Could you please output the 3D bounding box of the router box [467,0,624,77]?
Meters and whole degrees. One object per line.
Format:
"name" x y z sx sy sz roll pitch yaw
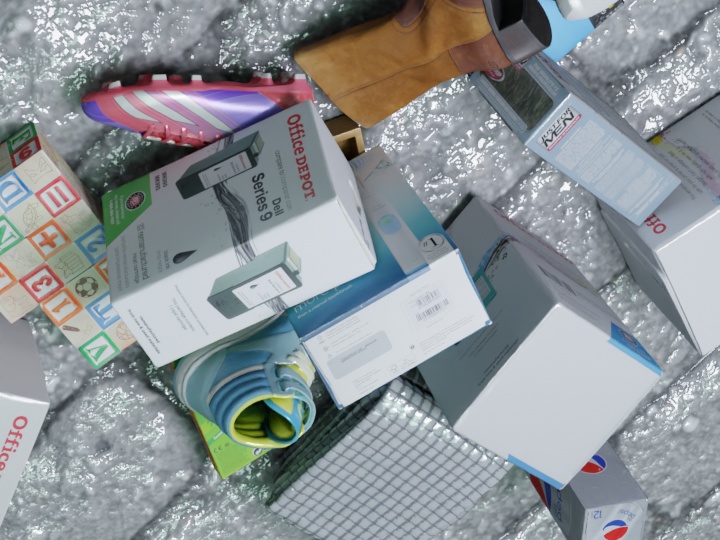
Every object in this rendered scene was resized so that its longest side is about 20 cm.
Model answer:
"router box" 0.115 -0.257 1.311 0.149 0.051 0.200 -41 125 6

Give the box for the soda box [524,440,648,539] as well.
"soda box" 0.208 0.193 1.510 0.067 0.200 0.064 -7 122 -16

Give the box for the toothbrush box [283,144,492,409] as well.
"toothbrush box" 0.000 0.000 1.282 0.145 0.200 0.086 -29 124 -2

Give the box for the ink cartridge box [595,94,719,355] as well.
"ink cartridge box" 0.350 -0.055 1.456 0.199 0.147 0.147 -33 125 0

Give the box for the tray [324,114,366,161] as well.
"tray" -0.087 -0.059 1.358 0.198 0.037 0.100 -19 123 -8

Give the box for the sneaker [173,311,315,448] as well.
"sneaker" -0.054 0.091 1.360 0.199 0.130 0.080 -30 129 -19

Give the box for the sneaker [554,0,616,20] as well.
"sneaker" 0.234 -0.274 1.284 0.200 0.080 0.071 -41 121 -30

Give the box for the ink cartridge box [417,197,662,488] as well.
"ink cartridge box" 0.144 0.063 1.404 0.146 0.200 0.146 31 106 -31

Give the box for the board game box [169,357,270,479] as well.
"board game box" -0.121 0.096 1.420 0.095 0.030 0.201 -30 132 -16

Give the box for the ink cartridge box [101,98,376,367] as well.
"ink cartridge box" -0.101 -0.033 1.237 0.198 0.147 0.084 -25 131 7

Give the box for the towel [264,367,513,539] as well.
"towel" 0.027 0.186 1.475 0.165 0.086 0.200 33 117 -24

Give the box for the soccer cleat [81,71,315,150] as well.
"soccer cleat" -0.132 -0.126 1.277 0.198 0.067 0.078 -5 98 -19

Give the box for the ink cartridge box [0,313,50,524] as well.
"ink cartridge box" -0.381 0.112 1.277 0.198 0.145 0.148 17 112 -27

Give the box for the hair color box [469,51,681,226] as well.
"hair color box" 0.190 -0.122 1.341 0.061 0.099 0.199 -46 139 14

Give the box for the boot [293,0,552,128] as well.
"boot" 0.029 -0.216 1.258 0.198 0.069 0.188 -18 140 31

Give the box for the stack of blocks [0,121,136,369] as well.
"stack of blocks" -0.263 -0.011 1.305 0.115 0.059 0.201 -35 124 1
